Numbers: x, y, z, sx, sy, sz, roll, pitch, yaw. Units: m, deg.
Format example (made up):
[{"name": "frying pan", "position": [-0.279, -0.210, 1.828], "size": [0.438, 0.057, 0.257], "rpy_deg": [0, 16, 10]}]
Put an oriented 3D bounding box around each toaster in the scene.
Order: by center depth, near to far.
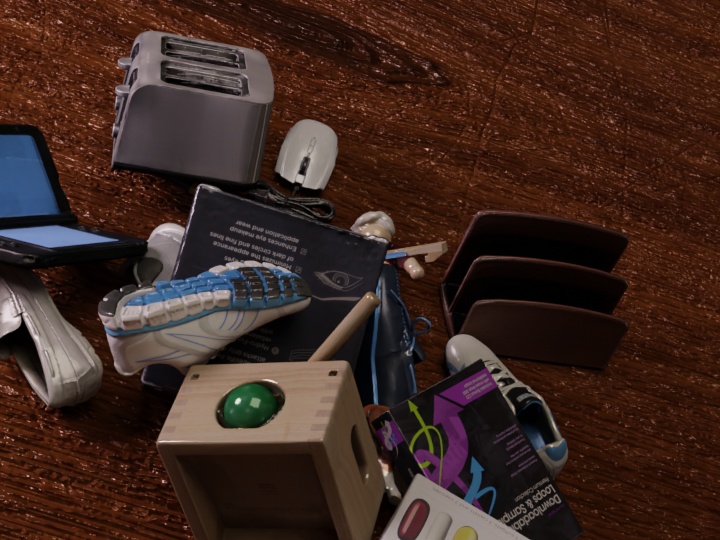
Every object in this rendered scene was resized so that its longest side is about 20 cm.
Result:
[{"name": "toaster", "position": [-0.188, -0.182, 1.582], "size": [0.198, 0.120, 0.181], "rpy_deg": [9, 29, -12]}]

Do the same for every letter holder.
[{"name": "letter holder", "position": [0.212, 0.020, 1.571], "size": [0.198, 0.143, 0.101], "rpy_deg": [8, 42, -17]}]

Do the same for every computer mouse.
[{"name": "computer mouse", "position": [-0.070, -0.133, 1.675], "size": [0.109, 0.044, 0.201], "rpy_deg": [18, 41, -5]}]

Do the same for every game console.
[{"name": "game console", "position": [-0.331, -0.079, 1.382], "size": [0.174, 0.118, 0.199], "rpy_deg": [12, 11, 26]}]

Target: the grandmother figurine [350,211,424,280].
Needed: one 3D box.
[{"name": "grandmother figurine", "position": [0.012, 0.003, 1.561], "size": [0.120, 0.061, 0.201], "rpy_deg": [4, 40, 0]}]

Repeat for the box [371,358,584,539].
[{"name": "box", "position": [0.116, 0.201, 1.318], "size": [0.142, 0.036, 0.201], "rpy_deg": [-24, 80, -41]}]

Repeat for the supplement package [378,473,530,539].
[{"name": "supplement package", "position": [0.091, 0.308, 1.197], "size": [0.199, 0.157, 0.111], "rpy_deg": [29, 41, 6]}]

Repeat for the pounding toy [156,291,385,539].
[{"name": "pounding toy", "position": [-0.063, 0.143, 1.216], "size": [0.182, 0.201, 0.143], "rpy_deg": [-3, 37, 17]}]

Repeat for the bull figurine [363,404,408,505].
[{"name": "bull figurine", "position": [0.073, 0.212, 1.348], "size": [0.199, 0.065, 0.122], "rpy_deg": [31, 43, -8]}]

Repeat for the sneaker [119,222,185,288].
[{"name": "sneaker", "position": [-0.172, 0.036, 1.436], "size": [0.199, 0.076, 0.115], "rpy_deg": [29, 45, 22]}]

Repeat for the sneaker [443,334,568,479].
[{"name": "sneaker", "position": [0.161, 0.138, 1.476], "size": [0.071, 0.073, 0.201], "rpy_deg": [-12, 51, -32]}]

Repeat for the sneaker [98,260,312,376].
[{"name": "sneaker", "position": [-0.140, 0.050, 1.256], "size": [0.198, 0.088, 0.075], "rpy_deg": [-10, 28, -17]}]

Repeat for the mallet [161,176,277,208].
[{"name": "mallet", "position": [-0.184, -0.097, 1.593], "size": [0.199, 0.041, 0.066], "rpy_deg": [35, 42, 19]}]

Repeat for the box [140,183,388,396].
[{"name": "box", "position": [-0.097, 0.044, 1.347], "size": [0.195, 0.117, 0.202], "rpy_deg": [17, 81, -8]}]

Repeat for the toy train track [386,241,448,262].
[{"name": "toy train track", "position": [0.000, 0.000, 1.492], "size": [0.198, 0.033, 0.115], "rpy_deg": [-10, 6, 19]}]

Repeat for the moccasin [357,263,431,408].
[{"name": "moccasin", "position": [0.035, 0.094, 1.430], "size": [0.067, 0.080, 0.202], "rpy_deg": [2, 81, -16]}]

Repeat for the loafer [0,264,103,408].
[{"name": "loafer", "position": [-0.331, 0.054, 1.333], "size": [0.069, 0.070, 0.200], "rpy_deg": [-22, 56, -42]}]
